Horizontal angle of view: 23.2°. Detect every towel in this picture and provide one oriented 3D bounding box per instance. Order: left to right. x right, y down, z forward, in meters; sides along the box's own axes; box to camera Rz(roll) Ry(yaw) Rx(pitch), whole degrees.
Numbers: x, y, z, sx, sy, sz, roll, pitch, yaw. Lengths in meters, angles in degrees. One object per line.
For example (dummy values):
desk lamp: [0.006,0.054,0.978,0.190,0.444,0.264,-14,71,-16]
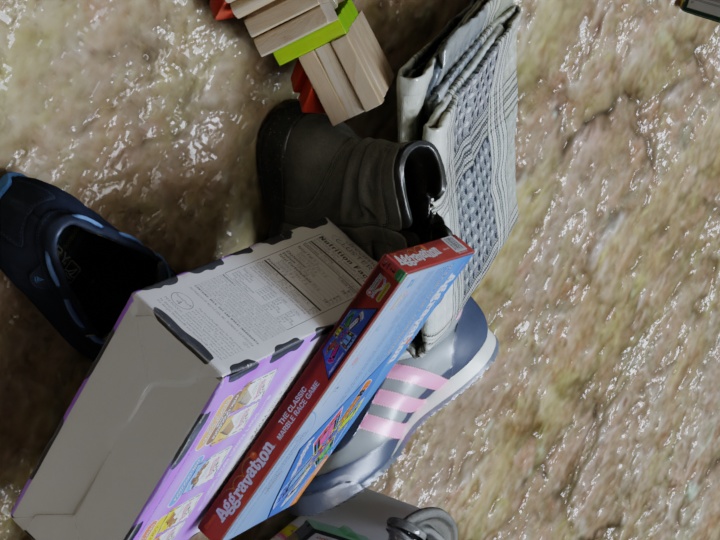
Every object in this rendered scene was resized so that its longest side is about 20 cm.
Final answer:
towel: [0.072,-0.073,1.148,0.193,0.034,0.202,-50,143,-52]

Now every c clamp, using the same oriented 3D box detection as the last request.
c clamp: [0.011,0.237,1.134,0.201,0.027,0.171,-63,151,-19]

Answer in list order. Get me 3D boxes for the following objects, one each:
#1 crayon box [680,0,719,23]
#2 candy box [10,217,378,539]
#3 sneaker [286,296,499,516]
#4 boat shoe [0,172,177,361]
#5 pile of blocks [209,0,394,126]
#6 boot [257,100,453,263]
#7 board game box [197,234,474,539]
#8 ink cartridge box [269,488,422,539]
crayon box: [0.344,-0.281,1.371,0.172,0.058,0.202,4,107,-48]
candy box: [-0.082,0.072,0.994,0.200,0.071,0.168,-25,151,-58]
sneaker: [0.007,0.079,1.194,0.200,0.070,0.082,-44,120,-27]
boat shoe: [-0.140,0.020,0.984,0.200,0.068,0.085,35,81,-53]
pile of blocks: [-0.053,-0.162,1.009,0.062,0.082,0.200,-23,130,18]
boot: [0.000,0.000,1.082,0.067,0.130,0.201,-30,129,-34]
board game box: [-0.013,0.067,1.003,0.201,0.019,0.103,-55,163,20]
ink cartridge box: [-0.033,0.254,1.183,0.200,0.083,0.146,-32,133,-52]
